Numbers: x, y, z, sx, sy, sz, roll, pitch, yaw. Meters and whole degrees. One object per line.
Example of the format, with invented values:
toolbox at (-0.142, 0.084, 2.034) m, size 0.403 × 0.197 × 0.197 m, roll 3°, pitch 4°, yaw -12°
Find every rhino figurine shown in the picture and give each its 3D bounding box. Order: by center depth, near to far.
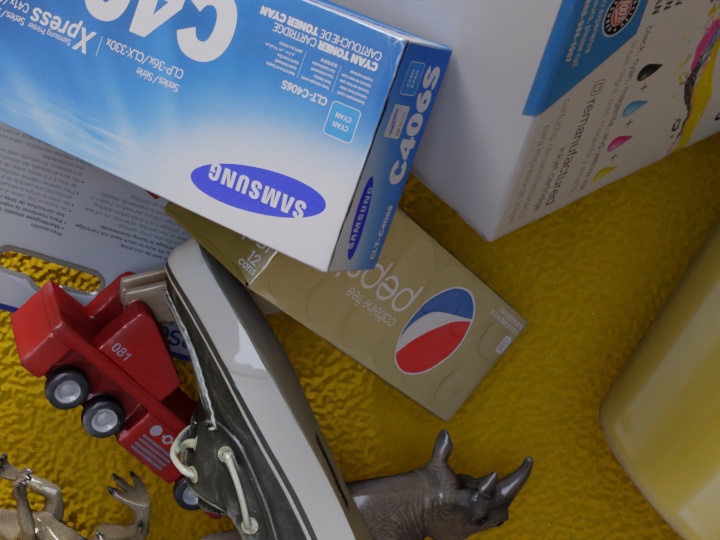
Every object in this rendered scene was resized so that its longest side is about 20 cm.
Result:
rhino figurine at (-0.005, 0.137, 0.861) m, size 0.200 × 0.087 × 0.060 m, roll -25°, pitch 46°, yaw 1°

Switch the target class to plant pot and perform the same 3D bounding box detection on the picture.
plant pot at (0.220, 0.044, 0.818) m, size 0.201 × 0.201 × 0.189 m, roll 43°, pitch 108°, yaw 1°

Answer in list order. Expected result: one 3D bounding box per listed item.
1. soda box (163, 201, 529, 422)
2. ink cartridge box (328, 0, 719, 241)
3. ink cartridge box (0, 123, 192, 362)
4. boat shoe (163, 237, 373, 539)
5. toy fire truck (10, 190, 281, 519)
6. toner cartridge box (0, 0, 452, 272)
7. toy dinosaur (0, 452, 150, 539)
soda box at (0.000, 0.000, 0.810) m, size 0.068 × 0.200 × 0.064 m, roll -50°, pitch 56°, yaw 1°
ink cartridge box at (0.095, -0.137, 0.744) m, size 0.200 × 0.147 × 0.145 m, roll -25°, pitch 57°, yaw -35°
ink cartridge box at (-0.122, -0.069, 0.833) m, size 0.196 × 0.043 × 0.200 m, roll 18°, pitch 113°, yaw -23°
boat shoe at (-0.049, 0.084, 0.788) m, size 0.064 × 0.071 × 0.200 m, roll -25°, pitch 95°, yaw 4°
toy fire truck at (-0.086, 0.017, 0.838) m, size 0.141 × 0.049 × 0.200 m, roll -41°, pitch 122°, yaw 7°
toner cartridge box at (-0.071, -0.080, 0.709) m, size 0.200 × 0.043 × 0.095 m, roll 24°, pitch 103°, yaw 24°
toy dinosaur at (-0.134, 0.152, 0.876) m, size 0.200 × 0.058 × 0.101 m, roll 38°, pitch 132°, yaw 14°
